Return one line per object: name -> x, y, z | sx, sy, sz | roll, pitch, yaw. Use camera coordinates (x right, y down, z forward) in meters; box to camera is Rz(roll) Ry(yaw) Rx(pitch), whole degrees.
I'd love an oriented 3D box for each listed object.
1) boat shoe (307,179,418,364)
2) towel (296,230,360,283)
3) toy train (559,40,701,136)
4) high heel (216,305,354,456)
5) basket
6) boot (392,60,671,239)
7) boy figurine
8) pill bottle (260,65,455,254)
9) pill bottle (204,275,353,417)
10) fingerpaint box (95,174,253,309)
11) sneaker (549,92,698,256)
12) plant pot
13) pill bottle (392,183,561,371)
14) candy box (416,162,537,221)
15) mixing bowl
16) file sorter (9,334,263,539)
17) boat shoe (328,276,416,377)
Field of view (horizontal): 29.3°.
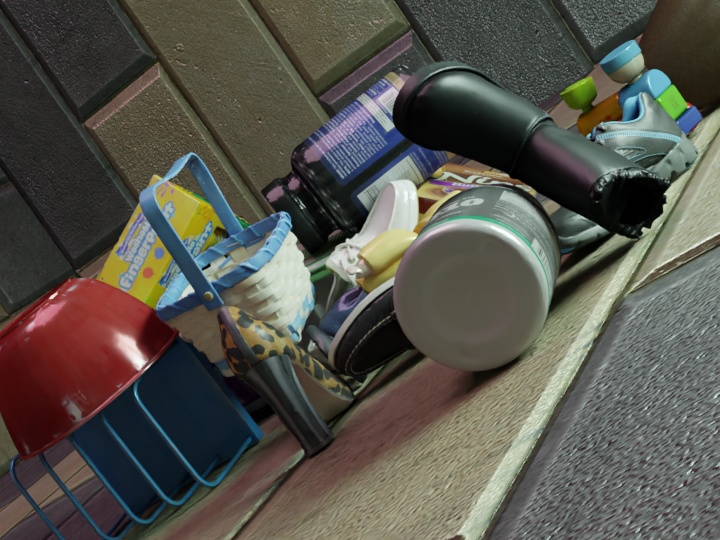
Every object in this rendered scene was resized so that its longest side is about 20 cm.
boat shoe -> 0.000, 0.000, 1.366 | 0.071, 0.069, 0.200 | 17, 89, 68
towel -> -0.050, -0.024, 1.510 | 0.152, 0.023, 0.200 | -27, 16, 6
toy train -> 0.247, -0.150, 1.448 | 0.200, 0.116, 0.085 | -30, 7, 46
high heel -> -0.071, 0.079, 1.227 | 0.071, 0.143, 0.200 | -35, 5, 3
basket -> -0.135, -0.010, 1.329 | 0.139, 0.200, 0.176 | -24, 12, 16
boot -> 0.139, -0.090, 1.081 | 0.198, 0.162, 0.073 | 11, -69, -48
boy figurine -> 0.043, 0.012, 1.310 | 0.200, 0.124, 0.064 | -45, 41, 2
pill bottle -> 0.000, -0.111, 1.430 | 0.200, 0.112, 0.112 | -38, 5, -1
pill bottle -> -0.089, 0.081, 1.520 | 0.200, 0.112, 0.111 | -31, 6, 36
fingerpaint box -> -0.212, 0.014, 1.537 | 0.200, 0.073, 0.167 | -60, -24, 1
sneaker -> 0.212, -0.082, 1.226 | 0.200, 0.082, 0.073 | -39, 8, -31
plant pot -> 0.392, -0.272, 1.453 | 0.200, 0.187, 0.187 | -49, 1, 17
pill bottle -> 0.096, -0.003, 1.067 | 0.113, 0.113, 0.200 | -33, 5, 17
candy box -> 0.122, -0.064, 1.463 | 0.116, 0.057, 0.200 | 11, 15, 8
mixing bowl -> -0.287, 0.078, 1.347 | 0.200, 0.108, 0.200 | -37, 10, 7
file sorter -> -0.230, 0.180, 1.382 | 0.200, 0.139, 0.123 | -32, 8, 29
boat shoe -> 0.062, 0.035, 1.243 | 0.200, 0.060, 0.074 | -36, -35, -15
